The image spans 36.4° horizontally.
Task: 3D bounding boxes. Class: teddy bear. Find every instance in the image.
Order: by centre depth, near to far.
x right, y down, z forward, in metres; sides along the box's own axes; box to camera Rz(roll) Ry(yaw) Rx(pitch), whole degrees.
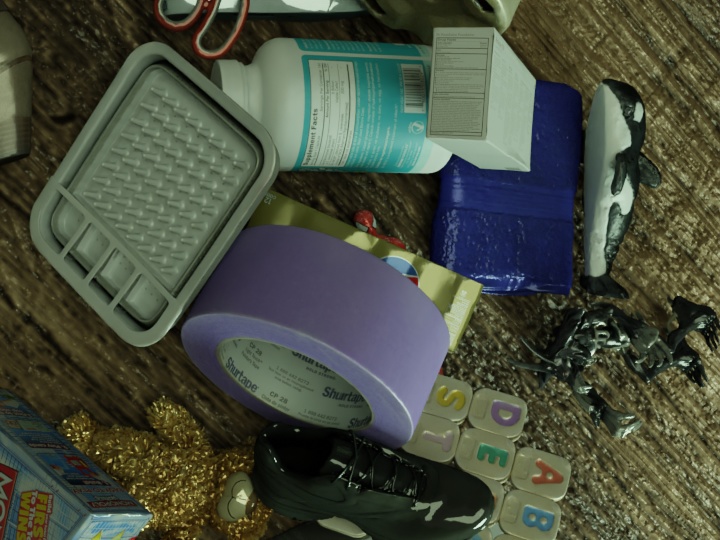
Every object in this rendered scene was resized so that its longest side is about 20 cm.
[{"bbox_3d":[-0.161,0.177,0.902,0.200,0.067,0.145,27,61,-12],"label":"teddy bear"}]

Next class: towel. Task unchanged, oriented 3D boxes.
[{"bbox_3d":[0.132,-0.078,1.010,0.147,0.050,0.201,5,89,-24],"label":"towel"}]

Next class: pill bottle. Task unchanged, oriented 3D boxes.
[{"bbox_3d":[-0.024,-0.138,0.924,0.199,0.111,0.111,0,92,-17],"label":"pill bottle"}]

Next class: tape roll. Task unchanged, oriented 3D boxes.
[{"bbox_3d":[-0.036,0.058,0.871,0.200,0.200,0.085,34,60,-15],"label":"tape roll"}]

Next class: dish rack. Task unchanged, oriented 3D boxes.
[{"bbox_3d":[-0.158,-0.059,0.865,0.172,0.044,0.200,42,104,24],"label":"dish rack"}]

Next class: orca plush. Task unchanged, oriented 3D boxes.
[{"bbox_3d":[0.249,-0.074,1.008,0.071,0.105,0.201,-2,93,-7],"label":"orca plush"}]

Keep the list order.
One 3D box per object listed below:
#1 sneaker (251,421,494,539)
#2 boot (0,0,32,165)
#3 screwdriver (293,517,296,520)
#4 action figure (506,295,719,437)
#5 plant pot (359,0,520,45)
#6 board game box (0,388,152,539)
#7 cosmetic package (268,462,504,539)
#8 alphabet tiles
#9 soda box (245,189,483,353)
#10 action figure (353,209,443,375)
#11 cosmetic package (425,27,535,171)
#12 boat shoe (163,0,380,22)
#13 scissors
[{"bbox_3d":[0.006,0.167,0.859,0.199,0.091,0.076,8,55,8],"label":"sneaker"},{"bbox_3d":[-0.353,-0.139,0.852,0.199,0.070,0.147,-18,90,-17],"label":"boot"},{"bbox_3d":[-0.027,0.125,0.976,0.029,0.028,0.201,20,84,13],"label":"screwdriver"},{"bbox_3d":[0.241,0.083,1.011,0.199,0.102,0.119,-8,135,-22],"label":"action figure"},{"bbox_3d":[0.081,-0.292,0.889,0.200,0.200,0.184,24,74,-16],"label":"plant pot"},{"bbox_3d":[-0.253,0.205,0.820,0.062,0.199,0.201,15,86,-52],"label":"board game box"},{"bbox_3d":[0.018,0.246,0.951,0.200,0.107,0.090,-26,99,-17],"label":"cosmetic package"},{"bbox_3d":[0.070,0.182,0.910,0.195,0.015,0.200,17,60,7],"label":"alphabet tiles"},{"bbox_3d":[0.000,0.000,0.924,0.199,0.068,0.064,25,91,3],"label":"soda box"},{"bbox_3d":[0.037,0.039,0.983,0.065,0.052,0.201,-24,96,-11],"label":"action figure"},{"bbox_3d":[0.099,-0.131,0.871,0.050,0.200,0.083,6,90,18],"label":"cosmetic package"},{"bbox_3d":[-0.071,-0.260,0.926,0.199,0.071,0.091,-3,97,-15],"label":"boat shoe"},{"bbox_3d":[-0.100,-0.270,0.885,0.073,0.014,0.200,26,90,-5],"label":"scissors"}]
